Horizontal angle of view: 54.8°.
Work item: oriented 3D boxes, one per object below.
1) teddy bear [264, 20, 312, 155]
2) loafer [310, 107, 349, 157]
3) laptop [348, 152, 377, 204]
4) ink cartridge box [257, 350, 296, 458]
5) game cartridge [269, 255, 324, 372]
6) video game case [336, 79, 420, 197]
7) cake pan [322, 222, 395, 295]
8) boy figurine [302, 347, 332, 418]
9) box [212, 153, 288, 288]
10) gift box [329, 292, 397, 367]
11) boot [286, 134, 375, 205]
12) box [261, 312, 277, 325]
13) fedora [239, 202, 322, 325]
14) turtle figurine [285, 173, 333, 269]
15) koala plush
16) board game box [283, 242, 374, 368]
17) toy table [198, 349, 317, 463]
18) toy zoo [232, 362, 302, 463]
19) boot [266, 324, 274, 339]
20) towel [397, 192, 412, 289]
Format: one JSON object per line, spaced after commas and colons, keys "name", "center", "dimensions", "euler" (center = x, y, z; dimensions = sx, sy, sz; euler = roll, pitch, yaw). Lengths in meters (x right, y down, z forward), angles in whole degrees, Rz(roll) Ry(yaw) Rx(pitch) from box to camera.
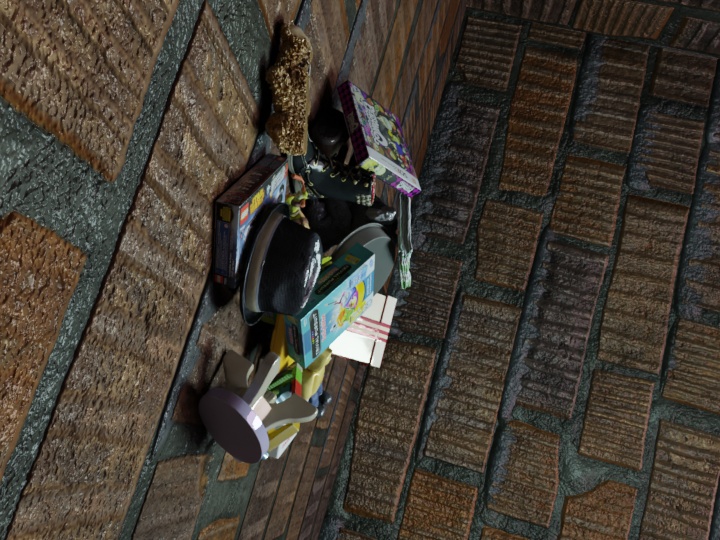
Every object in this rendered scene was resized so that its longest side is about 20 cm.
{"name": "teddy bear", "center": [-0.112, -0.281, 1.074], "dimensions": [0.145, 0.066, 0.201], "euler": [-79, 173, -68]}
{"name": "loafer", "center": [-0.062, -0.269, 1.380], "dimensions": [0.071, 0.073, 0.200], "euler": [-66, 174, 30]}
{"name": "laptop", "center": [0.028, -0.195, 1.631], "dimensions": [0.116, 0.201, 0.187], "euler": [-34, -172, -22]}
{"name": "ink cartridge box", "center": [-0.171, 0.270, 1.465], "dimensions": [0.146, 0.084, 0.201], "euler": [-36, 139, -76]}
{"name": "game cartridge", "center": [-0.119, 0.080, 1.333], "dimensions": [0.176, 0.032, 0.201], "euler": [-29, 135, -70]}
{"name": "video game case", "center": [0.037, -0.263, 1.399], "dimensions": [0.181, 0.036, 0.201], "euler": [25, 43, -48]}
{"name": "cake pan", "center": [0.000, 0.000, 1.406], "dimensions": [0.200, 0.037, 0.201], "euler": [-36, 146, -29]}
{"name": "boy figurine", "center": [-0.089, 0.210, 1.415], "dimensions": [0.201, 0.064, 0.125], "euler": [97, 18, -44]}
{"name": "box", "center": [-0.167, -0.082, 1.072], "dimensions": [0.200, 0.040, 0.138], "euler": [-61, 164, -58]}
{"name": "gift box", "center": [-0.042, 0.109, 1.589], "dimensions": [0.186, 0.200, 0.186], "euler": [21, 85, -39]}
{"name": "boot", "center": [-0.050, -0.189, 1.256], "dimensions": [0.204, 0.153, 0.074], "euler": [85, 17, -63]}
{"name": "box", "center": [-0.159, 0.014, 1.262], "dimensions": [0.200, 0.048, 0.118], "euler": [78, 27, -67]}
{"name": "fedora", "center": [-0.116, -0.002, 1.089], "dimensions": [0.201, 0.091, 0.202], "euler": [16, 90, -81]}
{"name": "turtle figurine", "center": [-0.108, -0.078, 1.240], "dimensions": [0.162, 0.064, 0.200], "euler": [62, -15, 12]}
{"name": "koala plush", "center": [-0.011, -0.106, 1.494], "dimensions": [0.178, 0.199, 0.185], "euler": [89, 18, -62]}
{"name": "board game box", "center": [-0.054, 0.065, 1.286], "dimensions": [0.200, 0.047, 0.151], "euler": [-42, 151, -30]}
{"name": "toy table", "center": [-0.174, 0.219, 1.123], "dimensions": [0.117, 0.184, 0.200], "euler": [-50, 176, -34]}
{"name": "toy zoo", "center": [-0.164, 0.262, 1.244], "dimensions": [0.020, 0.131, 0.200], "euler": [52, 16, -26]}
{"name": "boot", "center": [-0.134, 0.056, 1.456], "dimensions": [0.182, 0.072, 0.201], "euler": [72, 27, -77]}
{"name": "towel", "center": [0.099, -0.062, 1.497], "dimensions": [0.200, 0.030, 0.150], "euler": [77, 14, -67]}
